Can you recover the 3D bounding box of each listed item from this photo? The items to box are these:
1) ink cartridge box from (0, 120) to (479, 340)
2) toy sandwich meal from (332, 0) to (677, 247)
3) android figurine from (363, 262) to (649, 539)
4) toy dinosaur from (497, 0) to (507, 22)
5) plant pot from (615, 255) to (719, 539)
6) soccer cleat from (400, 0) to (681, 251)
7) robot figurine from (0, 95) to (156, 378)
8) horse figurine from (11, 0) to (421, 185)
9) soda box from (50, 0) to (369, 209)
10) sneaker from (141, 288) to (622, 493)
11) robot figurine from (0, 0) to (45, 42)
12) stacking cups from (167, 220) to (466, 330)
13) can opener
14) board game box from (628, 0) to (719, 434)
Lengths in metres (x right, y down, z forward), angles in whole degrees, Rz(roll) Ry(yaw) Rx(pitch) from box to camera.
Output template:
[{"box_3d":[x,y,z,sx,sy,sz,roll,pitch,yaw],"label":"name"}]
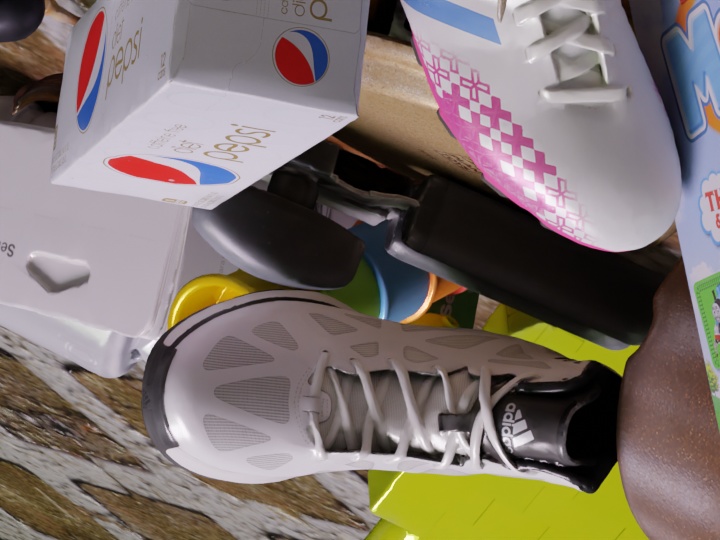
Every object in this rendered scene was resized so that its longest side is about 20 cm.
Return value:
[{"box_3d":[-0.061,-0.007,1.261,0.145,0.085,0.199,11,180,42],"label":"ink cartridge box"},{"box_3d":[0.056,-0.074,1.061,0.204,0.071,0.205,22,172,3],"label":"toy sandwich meal"},{"box_3d":[0.086,0.082,1.247,0.181,0.200,0.041,27,-153,-17],"label":"android figurine"},{"box_3d":[0.072,-0.143,0.779,0.058,0.102,0.200,32,162,-11],"label":"toy dinosaur"},{"box_3d":[0.215,0.068,1.023,0.198,0.201,0.200,22,163,47],"label":"plant pot"},{"box_3d":[0.050,-0.097,0.902,0.201,0.070,0.086,56,150,-1],"label":"soccer cleat"},{"box_3d":[-0.158,-0.019,1.442,0.199,0.114,0.170,27,-164,7],"label":"robot figurine"},{"box_3d":[-0.065,-0.081,1.225,0.199,0.050,0.132,3,161,44],"label":"horse figurine"},{"box_3d":[-0.057,-0.071,0.971,0.068,0.064,0.200,9,169,-16],"label":"soda box"},{"box_3d":[0.023,0.046,1.046,0.199,0.076,0.115,3,178,-35],"label":"sneaker"},{"box_3d":[-0.152,-0.165,0.951,0.198,0.126,0.150,0,154,-12],"label":"robot figurine"},{"box_3d":[0.000,0.000,1.175,0.060,0.200,0.061,14,116,31],"label":"stacking cups"},{"box_3d":[0.027,-0.007,1.113,0.199,0.067,0.053,19,172,-12],"label":"can opener"},{"box_3d":[0.152,-0.021,0.883,0.036,0.202,0.151,-10,176,-23],"label":"board game box"}]
